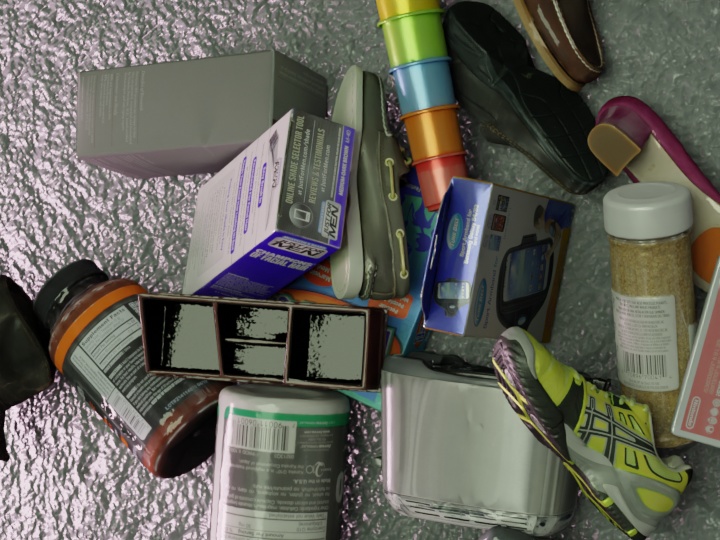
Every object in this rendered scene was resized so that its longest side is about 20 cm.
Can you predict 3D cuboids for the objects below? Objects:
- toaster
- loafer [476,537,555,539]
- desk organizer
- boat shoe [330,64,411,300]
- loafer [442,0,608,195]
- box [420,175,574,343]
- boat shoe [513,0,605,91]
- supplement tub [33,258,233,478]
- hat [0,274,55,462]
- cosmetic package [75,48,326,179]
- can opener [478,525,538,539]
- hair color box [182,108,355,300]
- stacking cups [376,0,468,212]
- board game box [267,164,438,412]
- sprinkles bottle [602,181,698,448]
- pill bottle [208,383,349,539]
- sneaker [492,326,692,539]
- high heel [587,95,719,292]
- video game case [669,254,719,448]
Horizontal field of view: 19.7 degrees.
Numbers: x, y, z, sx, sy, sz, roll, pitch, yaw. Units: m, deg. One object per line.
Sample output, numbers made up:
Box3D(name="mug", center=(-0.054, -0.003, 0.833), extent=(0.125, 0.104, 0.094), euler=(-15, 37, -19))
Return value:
Box3D(name="toaster", center=(0.106, 0.138, 1.671), extent=(0.199, 0.114, 0.130), euler=(6, 93, 19))
Box3D(name="loafer", center=(0.087, 0.262, 1.700), extent=(0.199, 0.070, 0.070), euler=(-10, 98, 25))
Box3D(name="desk organizer", center=(-0.083, 0.058, 1.704), extent=(0.199, 0.077, 0.072), euler=(4, 88, 10))
Box3D(name="boat shoe", center=(0.010, -0.071, 1.707), extent=(0.060, 0.072, 0.203), euler=(5, 70, -15))
Box3D(name="loafer", center=(0.130, -0.131, 1.706), extent=(0.200, 0.073, 0.072), euler=(55, 136, 26))
Box3D(name="box", center=(0.108, -0.006, 1.628), extent=(0.041, 0.200, 0.120), euler=(11, 92, 25))
Box3D(name="boat shoe", center=(0.155, -0.246, 1.693), extent=(0.070, 0.070, 0.201), euler=(-30, 74, 25))
Box3D(name="supplement tub", center=(-0.201, 0.081, 1.822), extent=(0.200, 0.107, 0.107), euler=(45, 105, 22))
Box3D(name="hat", center=(-0.320, 0.067, 1.855), extent=(0.081, 0.201, 0.201), euler=(-18, 79, 1))
Box3D(name="cosmetic package", center=(-0.138, -0.133, 1.804), extent=(0.199, 0.107, 0.091), euler=(-6, 79, 23))
Box3D(name="can opener", center=(0.165, 0.278, 1.619), extent=(0.200, 0.053, 0.067), euler=(38, 122, -4))
Box3D(name="hair color box", center=(-0.078, -0.044, 1.724), extent=(0.200, 0.065, 0.110), euler=(-35, 44, 59))
Box3D(name="stacking cups", center=(0.056, -0.150, 1.695), extent=(0.060, 0.060, 0.201), euler=(-13, 90, 24))
Box3D(name="board game box", center=(0.000, 0.000, 1.765), extent=(0.152, 0.045, 0.201), euler=(24, 97, 25))
Box3D(name="sprinkles bottle", center=(0.228, 0.035, 1.606), extent=(0.068, 0.068, 0.201), euler=(2, 110, 25))
Box3D(name="pill bottle", center=(-0.071, 0.201, 1.745), extent=(0.113, 0.113, 0.201), euler=(6, 94, 25))
Box3D(name="sneaker", center=(0.174, 0.113, 1.575), extent=(0.076, 0.075, 0.200), euler=(-41, 110, -6))
Box3D(name="high heel", center=(0.262, -0.058, 1.653), extent=(0.200, 0.096, 0.067), euler=(41, 119, 2))
Box3D(name="video game case", center=(0.350, 0.082, 1.571), extent=(0.199, 0.017, 0.144), euler=(15, 93, 4))
